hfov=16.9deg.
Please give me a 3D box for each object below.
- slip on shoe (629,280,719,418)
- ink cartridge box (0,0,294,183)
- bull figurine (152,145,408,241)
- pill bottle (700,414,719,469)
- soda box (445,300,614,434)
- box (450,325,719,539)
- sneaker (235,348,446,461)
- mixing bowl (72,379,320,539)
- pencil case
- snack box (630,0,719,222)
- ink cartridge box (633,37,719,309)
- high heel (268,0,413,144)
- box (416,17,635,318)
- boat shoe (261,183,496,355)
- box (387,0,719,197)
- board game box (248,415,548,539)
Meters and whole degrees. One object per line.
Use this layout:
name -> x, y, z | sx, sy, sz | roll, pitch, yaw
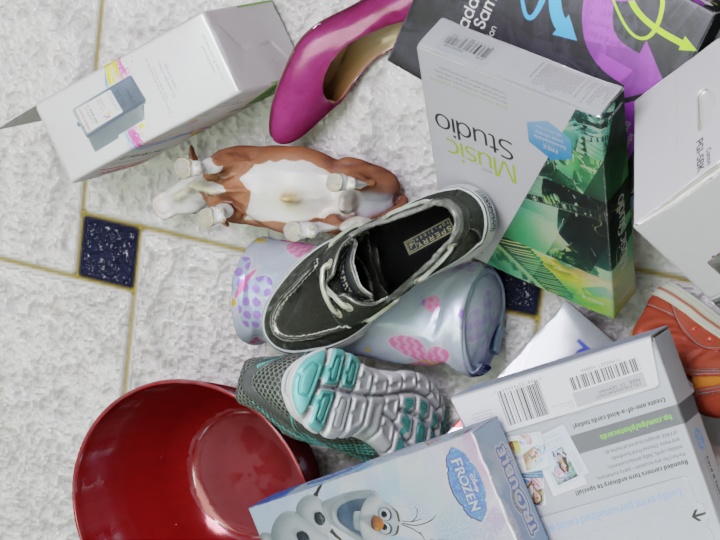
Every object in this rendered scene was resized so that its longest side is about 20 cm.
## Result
slip on shoe -> 0.255, 0.079, 1.636 | 0.061, 0.074, 0.200 | -50, 47, -1
ink cartridge box -> -0.154, -0.123, 1.786 | 0.200, 0.117, 0.067 | -25, 89, 26
bull figurine -> -0.068, -0.057, 1.767 | 0.199, 0.121, 0.065 | 2, 98, 18
pill bottle -> 0.190, 0.188, 1.703 | 0.111, 0.111, 0.200 | 29, 111, 16
soda box -> 0.105, 0.119, 1.711 | 0.068, 0.063, 0.200 | 42, 90, 12
box -> 0.165, 0.154, 1.622 | 0.156, 0.041, 0.201 | -20, 91, 28
sneaker -> -0.013, 0.098, 1.745 | 0.091, 0.200, 0.078 | 4, 72, 38
mixing bowl -> -0.104, 0.168, 1.831 | 0.200, 0.108, 0.201 | 5, 102, 23
pencil case -> 0.006, 0.025, 1.766 | 0.199, 0.091, 0.083 | 7, 85, 22
snack box -> 0.218, -0.128, 1.656 | 0.200, 0.053, 0.143 | -28, 90, 27
ink cartridge box -> 0.267, -0.031, 1.559 | 0.083, 0.147, 0.200 | -35, 116, 29
high heel -> 0.014, -0.153, 1.731 | 0.096, 0.067, 0.200 | 41, 112, 20
box -> 0.114, -0.067, 1.640 | 0.144, 0.036, 0.200 | 24, 148, 28
boat shoe -> 0.000, 0.000, 1.676 | 0.200, 0.064, 0.071 | -34, 81, 28
box -> 0.130, -0.159, 1.641 | 0.200, 0.036, 0.143 | 31, 114, 18
board game box -> 0.044, 0.223, 1.657 | 0.199, 0.043, 0.201 | -21, 91, 34
